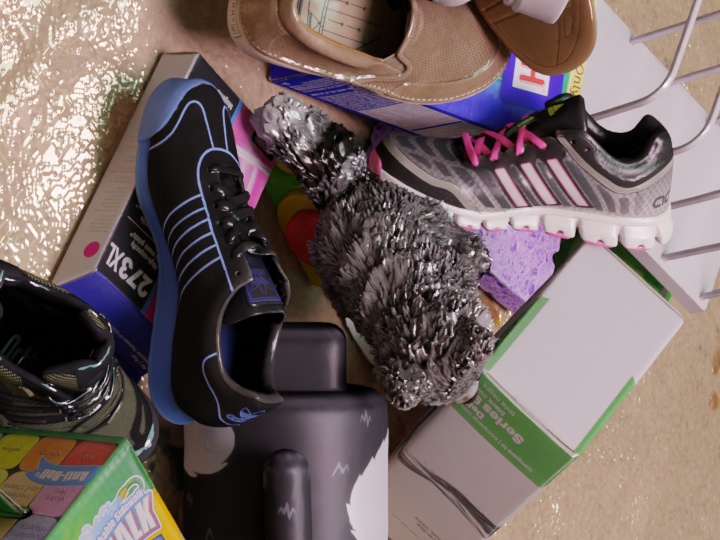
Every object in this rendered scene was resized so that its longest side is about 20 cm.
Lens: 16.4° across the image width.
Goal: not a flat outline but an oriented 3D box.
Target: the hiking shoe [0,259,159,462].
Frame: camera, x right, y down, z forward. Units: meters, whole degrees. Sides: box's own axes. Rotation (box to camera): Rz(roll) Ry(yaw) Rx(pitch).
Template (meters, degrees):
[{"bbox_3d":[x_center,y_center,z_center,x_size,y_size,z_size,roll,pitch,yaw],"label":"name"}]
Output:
[{"bbox_3d":[-0.164,0.057,1.341,0.200,0.100,0.076,43,69,-41],"label":"hiking shoe"}]

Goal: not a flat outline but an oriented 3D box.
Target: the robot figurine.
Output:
[{"bbox_3d":[-0.042,0.132,1.485,0.150,0.124,0.201,-2,92,-52],"label":"robot figurine"}]

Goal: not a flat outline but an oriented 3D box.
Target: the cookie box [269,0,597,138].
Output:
[{"bbox_3d":[0.054,-0.176,1.598,0.200,0.075,0.172,17,79,-36],"label":"cookie box"}]

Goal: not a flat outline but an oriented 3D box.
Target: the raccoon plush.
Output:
[{"bbox_3d":[0.000,0.000,1.461,0.200,0.097,0.134,37,16,-14],"label":"raccoon plush"}]

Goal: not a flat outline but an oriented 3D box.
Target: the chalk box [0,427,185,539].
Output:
[{"bbox_3d":[-0.174,0.163,1.319,0.124,0.124,0.200,-52,131,-37],"label":"chalk box"}]

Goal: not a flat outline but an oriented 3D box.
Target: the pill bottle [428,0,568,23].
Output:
[{"bbox_3d":[0.036,-0.220,1.435,0.199,0.120,0.120,21,69,-4],"label":"pill bottle"}]

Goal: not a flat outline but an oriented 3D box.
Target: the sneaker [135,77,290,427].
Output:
[{"bbox_3d":[-0.077,-0.012,1.412,0.070,0.078,0.201,-1,86,-50],"label":"sneaker"}]

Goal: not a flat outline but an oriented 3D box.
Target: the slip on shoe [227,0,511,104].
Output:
[{"bbox_3d":[0.018,-0.143,1.486,0.199,0.060,0.076,10,83,-35],"label":"slip on shoe"}]

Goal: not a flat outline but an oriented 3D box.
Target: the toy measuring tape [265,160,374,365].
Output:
[{"bbox_3d":[0.001,-0.008,1.578,0.074,0.073,0.200,-55,131,-34],"label":"toy measuring tape"}]

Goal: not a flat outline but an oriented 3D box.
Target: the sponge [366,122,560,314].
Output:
[{"bbox_3d":[0.076,-0.062,1.703,0.200,0.030,0.112,38,61,-46],"label":"sponge"}]

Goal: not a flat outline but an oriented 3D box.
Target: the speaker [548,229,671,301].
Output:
[{"bbox_3d":[0.194,-0.025,1.810,0.089,0.088,0.200,54,52,-38],"label":"speaker"}]

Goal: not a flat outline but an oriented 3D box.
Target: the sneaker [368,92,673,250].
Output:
[{"bbox_3d":[0.106,-0.072,1.549,0.074,0.199,0.088,-100,-160,-63],"label":"sneaker"}]

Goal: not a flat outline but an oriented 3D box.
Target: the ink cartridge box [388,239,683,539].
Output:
[{"bbox_3d":[0.097,0.092,1.601,0.084,0.200,0.146,41,51,1],"label":"ink cartridge box"}]

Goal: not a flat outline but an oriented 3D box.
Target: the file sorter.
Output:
[{"bbox_3d":[0.232,-0.093,1.708,0.200,0.124,0.139,43,53,-29],"label":"file sorter"}]

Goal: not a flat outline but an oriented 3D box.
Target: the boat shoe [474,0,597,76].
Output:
[{"bbox_3d":[0.090,-0.215,1.532,0.200,0.072,0.072,59,22,-1],"label":"boat shoe"}]

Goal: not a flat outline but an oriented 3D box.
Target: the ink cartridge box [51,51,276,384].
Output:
[{"bbox_3d":[-0.117,-0.020,1.457,0.095,0.037,0.200,47,58,-42],"label":"ink cartridge box"}]
